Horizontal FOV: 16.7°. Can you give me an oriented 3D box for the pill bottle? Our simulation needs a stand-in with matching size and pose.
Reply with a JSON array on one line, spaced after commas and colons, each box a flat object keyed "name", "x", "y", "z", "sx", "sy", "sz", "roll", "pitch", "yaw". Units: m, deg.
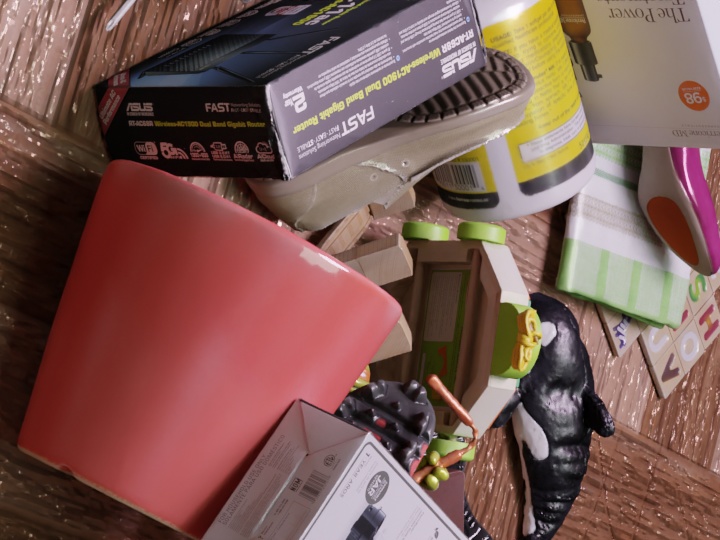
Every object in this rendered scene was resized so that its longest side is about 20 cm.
[{"name": "pill bottle", "x": 0.085, "y": -0.145, "z": 1.677, "sx": 0.114, "sy": 0.114, "sz": 0.201, "roll": -38, "pitch": 122, "yaw": -40}]

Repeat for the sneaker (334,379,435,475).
[{"name": "sneaker", "x": -0.024, "y": 0.154, "z": 1.505, "sx": 0.201, "sy": 0.071, "sz": 0.098, "roll": -53, "pitch": 164, "yaw": -18}]

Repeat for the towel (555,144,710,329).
[{"name": "towel", "x": 0.210, "y": -0.066, "z": 1.887, "sx": 0.149, "sy": 0.031, "sz": 0.201, "roll": 19, "pitch": 79, "yaw": -42}]

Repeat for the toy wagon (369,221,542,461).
[{"name": "toy wagon", "x": 0.066, "y": 0.047, "z": 1.611, "sx": 0.039, "sy": 0.200, "sz": 0.156, "roll": 11, "pitch": 85, "yaw": -31}]

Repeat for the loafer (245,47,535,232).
[{"name": "loafer", "x": 0.020, "y": -0.085, "z": 1.601, "sx": 0.199, "sy": 0.076, "sz": 0.068, "roll": -20, "pitch": 137, "yaw": -4}]

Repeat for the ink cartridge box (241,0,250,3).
[{"name": "ink cartridge box", "x": -0.049, "y": -0.269, "z": 1.475, "sx": 0.125, "sy": 0.128, "sz": 0.200, "roll": 41, "pitch": 60, "yaw": -15}]

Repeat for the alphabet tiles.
[{"name": "alphabet tiles", "x": 0.236, "y": -0.007, "z": 1.944, "sx": 0.167, "sy": 0.008, "sz": 0.201, "roll": -46, "pitch": 125, "yaw": -37}]

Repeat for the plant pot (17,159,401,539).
[{"name": "plant pot", "x": -0.100, "y": 0.057, "z": 1.439, "sx": 0.200, "sy": 0.200, "sz": 0.178, "roll": 35, "pitch": 80, "yaw": -45}]

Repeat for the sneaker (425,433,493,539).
[{"name": "sneaker", "x": 0.049, "y": 0.189, "z": 1.706, "sx": 0.060, "sy": 0.104, "sz": 0.200, "roll": -11, "pitch": 67, "yaw": -25}]

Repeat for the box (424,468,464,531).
[{"name": "box", "x": 0.012, "y": 0.230, "z": 1.640, "sx": 0.075, "sy": 0.100, "sz": 0.201, "roll": -4, "pitch": 96, "yaw": -48}]

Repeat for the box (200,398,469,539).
[{"name": "box", "x": -0.002, "y": 0.176, "z": 1.420, "sx": 0.117, "sy": 0.060, "sz": 0.200, "roll": -56, "pitch": 139, "yaw": -13}]

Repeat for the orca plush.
[{"name": "orca plush", "x": 0.149, "y": 0.120, "z": 1.808, "sx": 0.105, "sy": 0.071, "sz": 0.201, "roll": 14, "pitch": 83, "yaw": -48}]

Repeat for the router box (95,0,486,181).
[{"name": "router box", "x": -0.041, "y": -0.120, "z": 1.507, "sx": 0.200, "sy": 0.149, "sz": 0.062, "roll": -34, "pitch": 117, "yaw": -42}]

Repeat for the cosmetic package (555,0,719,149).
[{"name": "cosmetic package", "x": 0.176, "y": -0.163, "z": 1.714, "sx": 0.052, "sy": 0.199, "sz": 0.151, "roll": -45, "pitch": 125, "yaw": -35}]

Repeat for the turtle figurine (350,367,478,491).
[{"name": "turtle figurine", "x": -0.039, "y": 0.112, "z": 1.571, "sx": 0.162, "sy": 0.199, "sz": 0.064, "roll": -64, "pitch": 180, "yaw": 2}]

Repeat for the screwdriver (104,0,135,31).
[{"name": "screwdriver", "x": -0.100, "y": -0.215, "z": 1.518, "sx": 0.028, "sy": 0.029, "sz": 0.200, "roll": 58, "pitch": 48, "yaw": -34}]

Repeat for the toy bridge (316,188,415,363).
[{"name": "toy bridge", "x": 0.000, "y": 0.000, "z": 1.590, "sx": 0.200, "sy": 0.067, "sz": 0.027, "roll": -86, "pitch": 155, "yaw": -58}]

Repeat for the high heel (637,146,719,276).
[{"name": "high heel", "x": 0.249, "y": -0.099, "z": 1.853, "sx": 0.096, "sy": 0.067, "sz": 0.201, "roll": -34, "pitch": 112, "yaw": -26}]
